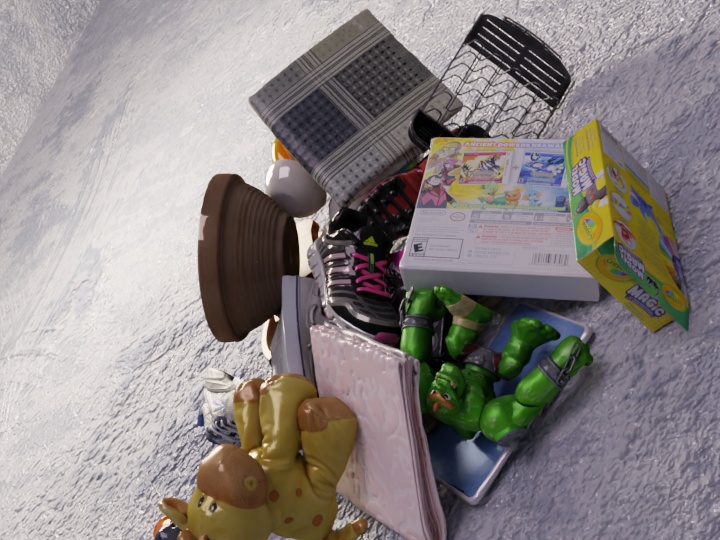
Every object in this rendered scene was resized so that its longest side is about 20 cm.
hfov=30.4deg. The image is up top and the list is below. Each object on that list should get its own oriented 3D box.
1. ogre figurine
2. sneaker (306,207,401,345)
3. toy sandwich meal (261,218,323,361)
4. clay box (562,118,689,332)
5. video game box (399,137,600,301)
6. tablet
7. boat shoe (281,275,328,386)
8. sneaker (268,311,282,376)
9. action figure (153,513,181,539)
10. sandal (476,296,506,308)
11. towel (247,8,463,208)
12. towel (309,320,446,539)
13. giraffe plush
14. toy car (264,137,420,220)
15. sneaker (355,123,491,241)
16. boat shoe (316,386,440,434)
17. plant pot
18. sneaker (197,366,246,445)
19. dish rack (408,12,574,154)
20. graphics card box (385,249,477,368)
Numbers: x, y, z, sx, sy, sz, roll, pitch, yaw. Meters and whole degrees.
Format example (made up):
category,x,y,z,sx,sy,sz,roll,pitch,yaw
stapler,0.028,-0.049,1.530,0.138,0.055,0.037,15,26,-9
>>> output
category,x,y,z,sx,sy,sz,roll,pitch,yaw
ogre figurine,0.110,0.093,1.242,0.098,0.198,0.121,54,-122,-72
sneaker,0.000,0.000,1.412,0.088,0.073,0.201,-63,30,24
toy sandwich meal,-0.074,0.023,1.670,0.204,0.070,0.207,-37,30,26
clay box,0.241,-0.034,1.205,0.047,0.115,0.202,-34,31,30
video game box,0.152,-0.056,1.339,0.197,0.047,0.184,3,53,17
tablet,0.135,0.125,1.285,0.201,0.014,0.130,-54,27,-7
boat shoe,-0.043,0.074,1.434,0.085,0.076,0.203,-1,31,-3
sneaker,-0.072,0.118,1.535,0.079,0.074,0.203,-21,49,44
action figure,-0.163,0.301,1.441,0.201,0.104,0.193,-54,37,-2
sandal,0.114,-0.043,1.461,0.078,0.069,0.213,-43,28,16
towel,-0.004,-0.193,1.568,0.199,0.035,0.193,-38,68,-12
towel,0.015,0.156,1.285,0.032,0.194,0.199,-14,14,-24
giraffe plush,-0.105,0.214,1.285,0.161,0.203,0.171,-14,3,-44
toy car,-0.014,-0.146,1.640,0.151,0.198,0.176,105,-169,-52
sneaker,0.071,-0.089,1.545,0.200,0.071,0.098,-38,-7,-16
boat shoe,0.014,0.138,1.383,0.199,0.074,0.076,-18,40,51
plant pot,-0.126,-0.016,1.593,0.091,0.203,0.203,-1,44,9
sneaker,-0.146,0.178,1.610,0.199,0.076,0.086,2,67,66
dish rack,0.154,-0.190,1.499,0.201,0.152,0.055,-58,9,-14
graphics card box,0.046,0.045,1.440,0.199,0.050,0.128,-10,69,52
